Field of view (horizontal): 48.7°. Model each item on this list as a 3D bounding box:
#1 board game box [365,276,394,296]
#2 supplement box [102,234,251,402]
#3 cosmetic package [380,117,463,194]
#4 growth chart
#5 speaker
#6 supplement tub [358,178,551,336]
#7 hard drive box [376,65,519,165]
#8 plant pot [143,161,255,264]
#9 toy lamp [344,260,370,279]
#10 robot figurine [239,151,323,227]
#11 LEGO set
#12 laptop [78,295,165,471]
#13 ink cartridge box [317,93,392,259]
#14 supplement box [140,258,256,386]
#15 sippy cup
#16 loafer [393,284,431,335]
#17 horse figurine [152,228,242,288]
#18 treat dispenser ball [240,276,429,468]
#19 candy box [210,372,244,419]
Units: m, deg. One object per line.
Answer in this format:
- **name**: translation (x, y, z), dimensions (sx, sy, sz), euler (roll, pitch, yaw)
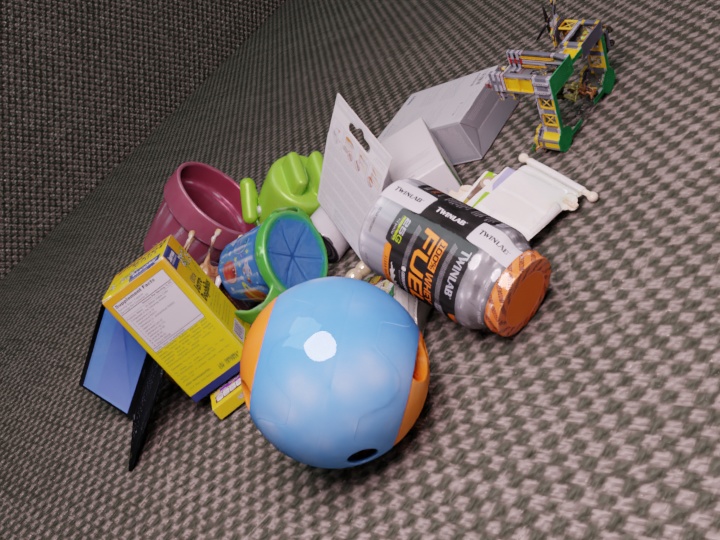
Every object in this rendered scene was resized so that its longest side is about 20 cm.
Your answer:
- **board game box**: translation (0.004, 0.081, 1.050), dimensions (0.105, 0.023, 0.200), euler (-6, 41, 44)
- **supplement box**: translation (-0.254, 0.068, 1.142), dimensions (0.109, 0.200, 0.110), euler (-35, 20, 6)
- **cosmetic package**: translation (0.097, -0.137, 1.182), dimensions (0.085, 0.108, 0.200), euler (-32, 28, 13)
- **growth chart**: translation (0.174, -0.073, 0.996), dimensions (0.200, 0.018, 0.145), euler (-37, 51, -10)
- **speaker**: translation (-0.010, -0.111, 1.307), dimensions (0.081, 0.081, 0.200), euler (2, 47, 53)
- **supplement tub**: translation (0.105, -0.015, 0.898), dimensions (0.200, 0.123, 0.123), euler (31, 69, 34)
- **hard drive box**: translation (0.141, -0.247, 1.335), dimensions (0.200, 0.077, 0.156), euler (-5, 42, 48)
- **plant pot**: translation (-0.323, -0.082, 1.560), dimensions (0.179, 0.200, 0.200), euler (-46, 22, 23)
- **toy lamp**: translation (0.000, 0.000, 1.098), dimensions (0.200, 0.058, 0.058), euler (-40, 26, -7)
- **robot figurine**: translation (-0.117, -0.117, 1.368), dimensions (0.116, 0.175, 0.200), euler (68, 149, 25)
- **LEGO set**: translation (0.265, -0.271, 1.131), dimensions (0.116, 0.154, 0.200), euler (19, 67, 40)
- **laptop**: translation (-0.367, 0.166, 1.207), dimensions (0.200, 0.103, 0.177), euler (-114, 43, -62)
- **ink cartridge box**: translation (0.003, -0.132, 1.149), dimensions (0.047, 0.200, 0.160), euler (-14, 50, -27)
- **supplement box**: translation (-0.283, 0.083, 1.338), dimensions (0.200, 0.086, 0.110), euler (-48, 29, -17)
- **sippy cup**: translation (-0.141, -0.010, 1.204), dimensions (0.130, 0.140, 0.178), euler (-15, 11, 39)
- **loafer**: translation (0.084, 0.007, 1.011), dimensions (0.070, 0.070, 0.200), euler (0, 51, 15)
- **horse figurine**: translation (-0.271, -0.004, 1.294), dimensions (0.200, 0.050, 0.133), euler (1, 63, 38)
- **treat dispenser ball**: translation (-0.027, 0.107, 0.845), dimensions (0.201, 0.201, 0.201), euler (-30, 27, 17)
- **candy box**: translation (-0.135, 0.124, 1.153), dimensions (0.200, 0.026, 0.102), euler (-38, 22, 0)
